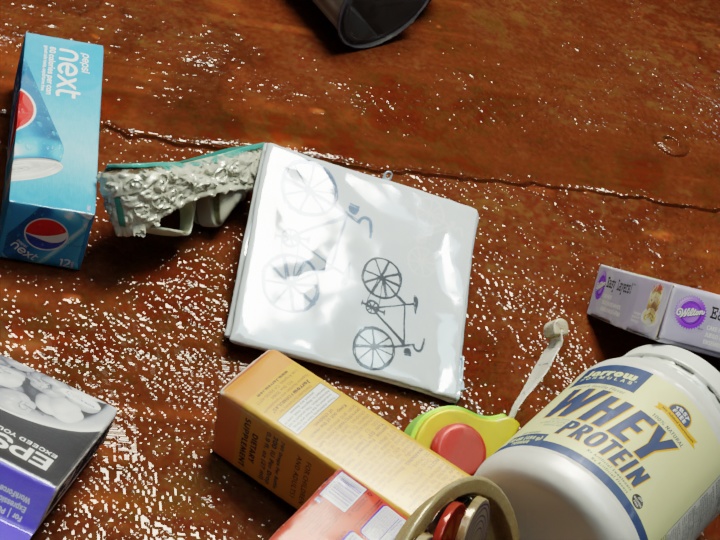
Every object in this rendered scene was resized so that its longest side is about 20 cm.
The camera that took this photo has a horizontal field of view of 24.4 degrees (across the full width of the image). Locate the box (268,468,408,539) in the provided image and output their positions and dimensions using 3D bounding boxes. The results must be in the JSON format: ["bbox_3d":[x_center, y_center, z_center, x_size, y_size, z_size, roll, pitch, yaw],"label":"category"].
[{"bbox_3d":[-0.041,0.236,1.071,0.099,0.096,0.200,35,44,13],"label":"box"}]

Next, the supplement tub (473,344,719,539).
[{"bbox_3d":[0.183,0.153,1.215,0.145,0.146,0.200,40,45,16],"label":"supplement tub"}]

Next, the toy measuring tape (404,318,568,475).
[{"bbox_3d":[0.082,0.105,1.242,0.073,0.074,0.201,30,71,7],"label":"toy measuring tape"}]

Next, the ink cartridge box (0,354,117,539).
[{"bbox_3d":[-0.277,0.097,1.085,0.197,0.044,0.200,25,18,0],"label":"ink cartridge box"}]

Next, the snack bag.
[{"bbox_3d":[0.000,0.000,1.344,0.198,0.021,0.190,15,59,-12],"label":"snack bag"}]

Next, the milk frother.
[{"bbox_3d":[0.012,-0.353,1.594,0.180,0.201,0.188,-17,57,-40],"label":"milk frother"}]

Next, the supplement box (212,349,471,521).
[{"bbox_3d":[-0.009,0.141,1.178,0.199,0.067,0.069,30,43,21],"label":"supplement box"}]

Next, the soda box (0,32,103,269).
[{"bbox_3d":[-0.246,-0.098,1.329,0.067,0.064,0.201,9,45,-16],"label":"soda box"}]

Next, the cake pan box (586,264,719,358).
[{"bbox_3d":[0.299,0.047,1.365,0.183,0.053,0.200,17,2,-9],"label":"cake pan box"}]

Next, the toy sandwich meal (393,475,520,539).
[{"bbox_3d":[0.075,0.232,1.064,0.070,0.207,0.205,9,33,33],"label":"toy sandwich meal"}]

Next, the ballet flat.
[{"bbox_3d":[-0.139,-0.062,1.338,0.072,0.072,0.199,43,29,19],"label":"ballet flat"}]
